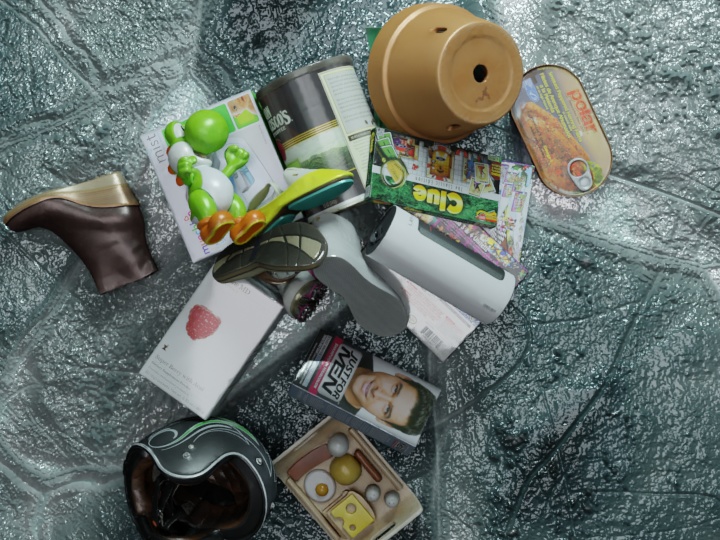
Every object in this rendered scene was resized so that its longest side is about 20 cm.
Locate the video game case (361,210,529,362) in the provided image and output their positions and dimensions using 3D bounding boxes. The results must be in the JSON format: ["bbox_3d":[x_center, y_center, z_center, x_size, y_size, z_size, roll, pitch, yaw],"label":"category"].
[{"bbox_3d":[0.110,0.000,1.458,0.200,0.036,0.181,43,97,0],"label":"video game case"}]

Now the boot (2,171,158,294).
[{"bbox_3d":[-0.415,-0.042,1.501,0.200,0.072,0.166,-18,90,0],"label":"boot"}]

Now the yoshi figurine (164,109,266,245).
[{"bbox_3d":[-0.199,-0.138,1.359,0.112,0.112,0.200,-26,67,-9],"label":"yoshi figurine"}]

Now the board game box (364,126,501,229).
[{"bbox_3d":[0.103,-0.127,1.406,0.200,0.023,0.105,10,78,-22],"label":"board game box"}]

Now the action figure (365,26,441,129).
[{"bbox_3d":[0.059,-0.249,1.478,0.118,0.055,0.200,4,97,1],"label":"action figure"}]

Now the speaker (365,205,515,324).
[{"bbox_3d":[0.108,-0.007,1.379,0.200,0.081,0.081,30,94,-12],"label":"speaker"}]

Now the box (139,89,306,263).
[{"bbox_3d":[-0.197,-0.135,1.477,0.176,0.097,0.200,-22,93,1],"label":"box"}]

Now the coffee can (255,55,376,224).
[{"bbox_3d":[-0.044,-0.185,1.440,0.146,0.146,0.200,-22,92,4],"label":"coffee can"}]

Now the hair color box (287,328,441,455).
[{"bbox_3d":[0.005,0.178,1.480,0.200,0.061,0.099,27,65,1],"label":"hair color box"}]

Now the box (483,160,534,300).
[{"bbox_3d":[0.172,-0.065,1.489,0.137,0.039,0.200,9,94,2],"label":"box"}]

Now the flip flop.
[{"bbox_3d":[-0.116,-0.010,1.348,0.200,0.081,0.058,-13,131,38],"label":"flip flop"}]

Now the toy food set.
[{"bbox_3d":[-0.025,0.325,1.508,0.143,0.060,0.200,-40,90,4],"label":"toy food set"}]

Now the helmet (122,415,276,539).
[{"bbox_3d":[-0.222,0.302,1.451,0.191,0.200,0.200,-6,93,-36],"label":"helmet"}]

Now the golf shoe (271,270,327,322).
[{"bbox_3d":[-0.093,0.018,1.426,0.092,0.200,0.073,28,99,-1],"label":"golf shoe"}]

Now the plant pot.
[{"bbox_3d":[0.129,-0.271,1.391,0.200,0.140,0.200,-5,100,-27],"label":"plant pot"}]

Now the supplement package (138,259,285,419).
[{"bbox_3d":[-0.207,0.095,1.475,0.121,0.120,0.200,35,94,1],"label":"supplement package"}]

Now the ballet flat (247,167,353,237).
[{"bbox_3d":[-0.097,-0.099,1.371,0.200,0.067,0.067,-33,75,32],"label":"ballet flat"}]

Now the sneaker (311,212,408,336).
[{"bbox_3d":[0.000,0.000,1.410,0.074,0.116,0.200,-26,133,17],"label":"sneaker"}]

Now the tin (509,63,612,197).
[{"bbox_3d":[0.292,-0.203,1.478,0.112,0.042,0.200,-24,92,8],"label":"tin"}]
